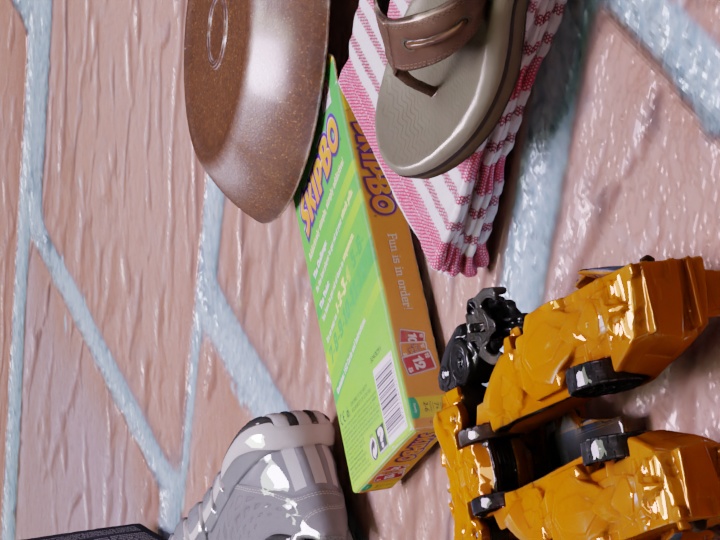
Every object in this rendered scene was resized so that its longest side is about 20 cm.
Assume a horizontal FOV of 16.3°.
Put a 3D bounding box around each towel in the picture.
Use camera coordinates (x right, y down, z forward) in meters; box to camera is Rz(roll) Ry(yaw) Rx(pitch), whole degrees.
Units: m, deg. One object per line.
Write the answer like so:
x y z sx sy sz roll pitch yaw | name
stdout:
0.043 -0.114 1.114 0.147 0.030 0.200 -116 32 -42 | towel

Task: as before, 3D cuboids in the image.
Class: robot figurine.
0.087 0.068 0.993 0.200 0.058 0.145 144 119 -65 | robot figurine

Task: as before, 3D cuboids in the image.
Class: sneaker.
-0.051 0.174 1.358 0.200 0.075 0.116 113 143 -49 | sneaker

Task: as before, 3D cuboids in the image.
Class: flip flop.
0.037 -0.119 1.015 0.200 0.057 0.081 115 145 -48 | flip flop

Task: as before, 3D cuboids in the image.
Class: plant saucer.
-0.060 -0.125 1.325 0.200 0.037 0.201 -178 90 -73 | plant saucer

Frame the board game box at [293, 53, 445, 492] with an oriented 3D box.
0.000 0.000 1.247 0.096 0.030 0.201 127 132 -61 | board game box

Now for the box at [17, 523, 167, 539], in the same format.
-0.154 0.278 1.578 0.198 0.123 0.201 -168 73 -69 | box
